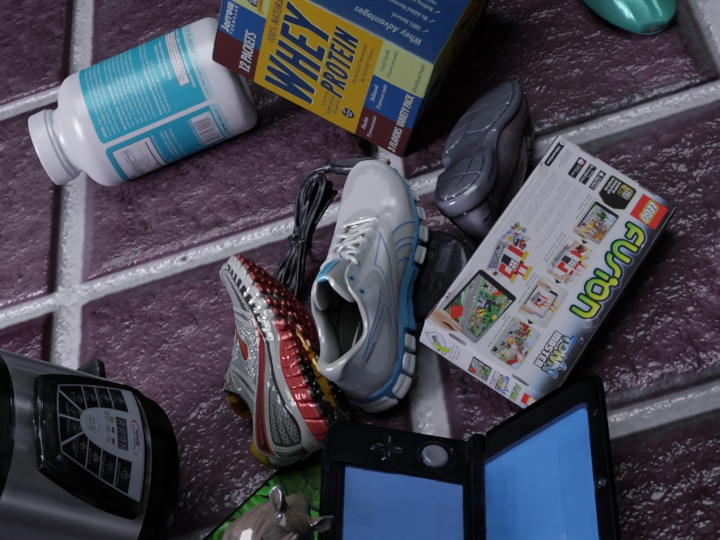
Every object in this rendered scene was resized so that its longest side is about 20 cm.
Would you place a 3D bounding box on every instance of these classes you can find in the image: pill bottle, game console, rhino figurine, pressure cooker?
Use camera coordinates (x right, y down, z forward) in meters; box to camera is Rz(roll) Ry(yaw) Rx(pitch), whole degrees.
[{"bbox_3d":[-0.204,-0.149,1.488,0.198,0.111,0.111,-22,43,3],"label":"pill bottle"},{"bbox_3d":[0.066,0.158,1.045,0.174,0.117,0.201,10,43,-7],"label":"game console"},{"bbox_3d":[-0.063,0.187,1.053,0.060,0.200,0.088,34,69,0],"label":"rhino figurine"},{"bbox_3d":[-0.224,0.152,1.145,0.178,0.199,0.177,29,96,52],"label":"pressure cooker"}]

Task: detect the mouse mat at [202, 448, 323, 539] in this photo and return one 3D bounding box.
[{"bbox_3d":[-0.031,0.217,1.127,0.161,0.008,0.199,-42,44,-17],"label":"mouse mat"}]

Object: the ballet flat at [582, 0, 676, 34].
[{"bbox_3d":[0.216,-0.285,1.456,0.067,0.071,0.200,-29,43,-5],"label":"ballet flat"}]

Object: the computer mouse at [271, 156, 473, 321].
[{"bbox_3d":[0.022,-0.023,1.293,0.198,0.046,0.142,1,70,36],"label":"computer mouse"}]

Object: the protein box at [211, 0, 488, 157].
[{"bbox_3d":[0.004,-0.250,1.413,0.197,0.135,0.201,27,58,4],"label":"protein box"}]

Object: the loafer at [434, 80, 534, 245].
[{"bbox_3d":[0.108,-0.086,1.326,0.071,0.063,0.201,-26,23,29],"label":"loafer"}]

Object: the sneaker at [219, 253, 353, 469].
[{"bbox_3d":[-0.078,0.066,1.237,0.082,0.078,0.201,-38,44,14],"label":"sneaker"}]

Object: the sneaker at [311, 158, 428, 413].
[{"bbox_3d":[0.000,0.000,1.213,0.074,0.086,0.202,-16,62,32],"label":"sneaker"}]

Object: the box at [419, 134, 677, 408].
[{"bbox_3d":[0.142,0.002,1.200,0.110,0.035,0.200,33,63,10],"label":"box"}]
